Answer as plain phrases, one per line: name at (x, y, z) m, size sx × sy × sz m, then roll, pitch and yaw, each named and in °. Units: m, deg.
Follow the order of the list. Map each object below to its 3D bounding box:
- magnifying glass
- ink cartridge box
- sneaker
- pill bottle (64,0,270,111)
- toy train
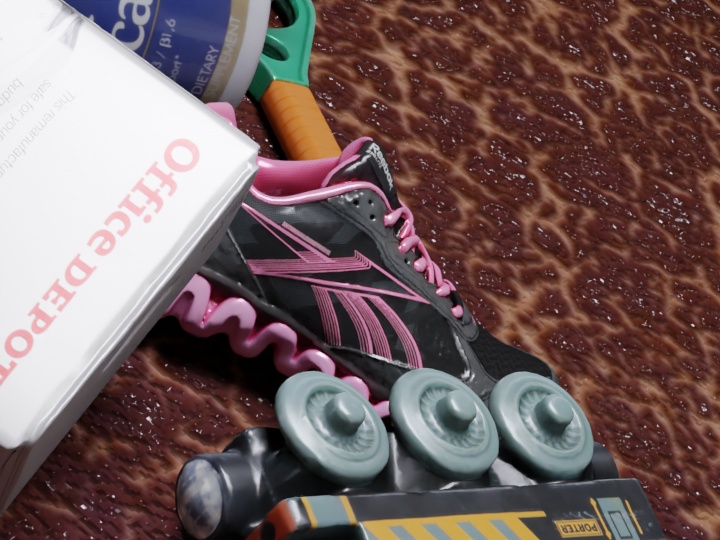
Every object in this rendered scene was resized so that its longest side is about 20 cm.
magnifying glass at (-0.041, -0.094, 1.248) m, size 0.079 × 0.022 × 0.200 m, roll 11°, pitch 37°, yaw -33°
ink cartridge box at (-0.157, -0.032, 0.931) m, size 0.200 × 0.083 × 0.147 m, roll 36°, pitch 63°, yaw 4°
sneaker at (0.000, 0.000, 1.069) m, size 0.199 × 0.096 × 0.079 m, roll 26°, pitch 12°, yaw -15°
pill bottle at (-0.145, -0.117, 1.092) m, size 0.199 × 0.111 × 0.111 m, roll 9°, pitch 38°, yaw -35°
toy train at (0.028, 0.099, 0.980) m, size 0.199 × 0.085 × 0.114 m, roll 2°, pitch 52°, yaw -42°
